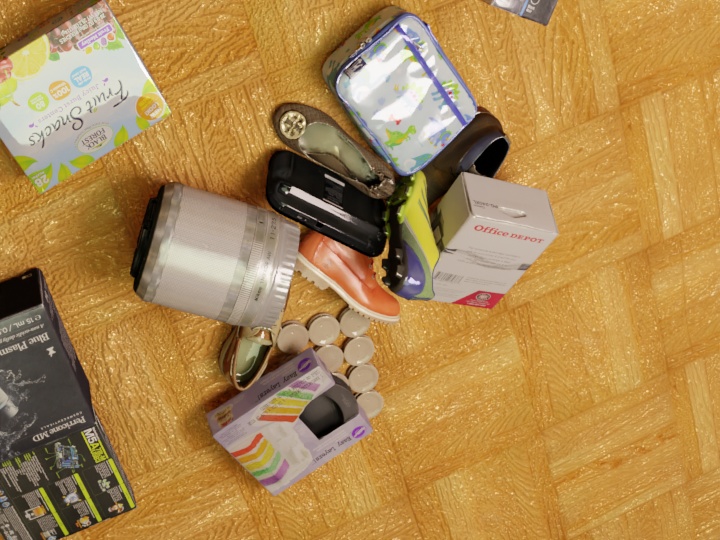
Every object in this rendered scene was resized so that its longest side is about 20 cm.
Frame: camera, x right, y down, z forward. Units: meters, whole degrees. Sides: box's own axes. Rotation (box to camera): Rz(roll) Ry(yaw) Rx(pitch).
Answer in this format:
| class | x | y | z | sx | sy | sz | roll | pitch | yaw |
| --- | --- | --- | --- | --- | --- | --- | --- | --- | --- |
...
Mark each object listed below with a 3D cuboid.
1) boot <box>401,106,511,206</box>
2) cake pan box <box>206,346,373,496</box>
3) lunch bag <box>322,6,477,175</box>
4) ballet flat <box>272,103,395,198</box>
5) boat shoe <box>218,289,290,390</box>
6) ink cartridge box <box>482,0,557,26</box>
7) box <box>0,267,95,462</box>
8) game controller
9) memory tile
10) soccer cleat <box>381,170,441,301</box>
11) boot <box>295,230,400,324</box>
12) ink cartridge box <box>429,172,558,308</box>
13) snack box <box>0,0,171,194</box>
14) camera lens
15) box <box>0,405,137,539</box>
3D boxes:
| class | x | y | z | sx | sy | sz | roll | pitch | yaw |
| --- | --- | --- | --- | --- | --- | --- | --- | --- | --- |
| boot | 0.129 | -0.141 | 1.620 | 0.074 | 0.097 | 0.200 | 37 | 97 | -30 |
| cake pan box | -0.099 | 0.226 | 1.703 | 0.199 | 0.053 | 0.185 | -32 | 133 | 3 |
| lunch bag | 0.056 | -0.247 | 1.558 | 0.160 | 0.082 | 0.201 | -40 | 121 | -2 |
| ballet flat | -0.033 | -0.161 | 1.569 | 0.199 | 0.046 | 0.068 | 35 | 103 | -17 |
| boat shoe | -0.143 | 0.082 | 1.638 | 0.075 | 0.074 | 0.202 | 12 | 109 | -24 |
| ink cartridge box | 0.248 | -0.446 | 1.559 | 0.098 | 0.039 | 0.202 | 13 | 108 | -23 |
| box | -0.480 | 0.135 | 1.519 | 0.195 | 0.118 | 0.202 | -21 | 120 | -9 |
| game controller | -0.043 | -0.094 | 1.584 | 0.199 | 0.105 | 0.042 | 26 | 131 | -28 |
| memory tile | -0.047 | 0.154 | 1.739 | 0.151 | 0.017 | 0.202 | -15 | 118 | -13 |
| soccer cleat | 0.076 | -0.047 | 1.582 | 0.083 | 0.202 | 0.065 | 22 | 145 | -26 |
| boot | 0.000 | 0.000 | 1.656 | 0.199 | 0.075 | 0.108 | 36 | 93 | -28 |
| ink cartridge box | 0.169 | -0.039 | 1.638 | 0.143 | 0.084 | 0.200 | 10 | 141 | -23 |
| snack box | -0.364 | -0.222 | 1.425 | 0.199 | 0.068 | 0.170 | -31 | 119 | -3 |
| camera lens | -0.195 | -0.019 | 1.509 | 0.198 | 0.160 | 0.162 | 16 | 108 | -13 |
| box | -0.438 | 0.301 | 1.627 | 0.191 | 0.048 | 0.202 | -23 | 132 | -10 |
